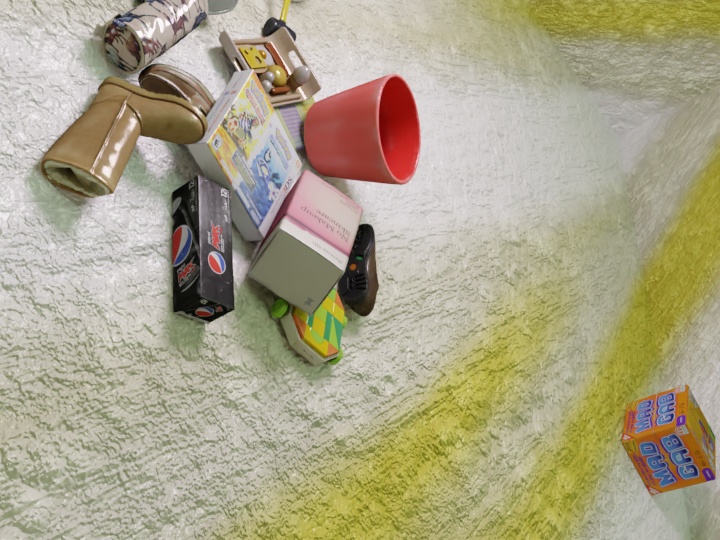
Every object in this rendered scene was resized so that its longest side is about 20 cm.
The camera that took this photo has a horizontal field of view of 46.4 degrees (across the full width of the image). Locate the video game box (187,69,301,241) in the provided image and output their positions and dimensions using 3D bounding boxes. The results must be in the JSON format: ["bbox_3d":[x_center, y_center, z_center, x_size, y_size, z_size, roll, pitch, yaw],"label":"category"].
[{"bbox_3d":[-0.178,-0.183,1.349,0.202,0.046,0.185,62,36,-40],"label":"video game box"}]

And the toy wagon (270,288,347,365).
[{"bbox_3d":[-0.079,0.058,1.421,0.155,0.039,0.203,43,38,-33],"label":"toy wagon"}]

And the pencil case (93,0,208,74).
[{"bbox_3d":[-0.316,-0.384,1.296,0.090,0.077,0.201,46,45,-12],"label":"pencil case"}]

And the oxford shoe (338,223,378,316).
[{"bbox_3d":[0.000,0.000,1.570,0.085,0.071,0.203,58,30,-44],"label":"oxford shoe"}]

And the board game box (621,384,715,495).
[{"bbox_3d":[0.916,0.501,2.490,0.202,0.197,0.200,58,32,-12],"label":"board game box"}]

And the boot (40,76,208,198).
[{"bbox_3d":[-0.316,-0.169,1.151,0.171,0.067,0.202,17,43,-6],"label":"boot"}]

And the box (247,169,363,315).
[{"bbox_3d":[-0.085,-0.050,1.370,0.126,0.109,0.202,32,32,-12],"label":"box"}]

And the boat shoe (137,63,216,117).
[{"bbox_3d":[-0.262,-0.241,1.315,0.199,0.075,0.075,36,47,-39],"label":"boat shoe"}]

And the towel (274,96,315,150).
[{"bbox_3d":[-0.130,-0.297,1.605,0.199,0.022,0.146,-30,96,-58],"label":"towel"}]

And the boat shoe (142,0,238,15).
[{"bbox_3d":[-0.297,-0.469,1.431,0.060,0.077,0.198,35,30,28],"label":"boat shoe"}]

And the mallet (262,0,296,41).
[{"bbox_3d":[-0.152,-0.546,1.668,0.065,0.041,0.205,14,79,-47],"label":"mallet"}]

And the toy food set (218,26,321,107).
[{"bbox_3d":[-0.161,-0.380,1.542,0.145,0.060,0.199,58,31,2],"label":"toy food set"}]

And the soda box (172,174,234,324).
[{"bbox_3d":[-0.231,-0.032,1.227,0.070,0.063,0.204,25,49,-46],"label":"soda box"}]

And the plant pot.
[{"bbox_3d":[0.000,-0.259,1.594,0.199,0.174,0.206,7,82,-61],"label":"plant pot"}]
